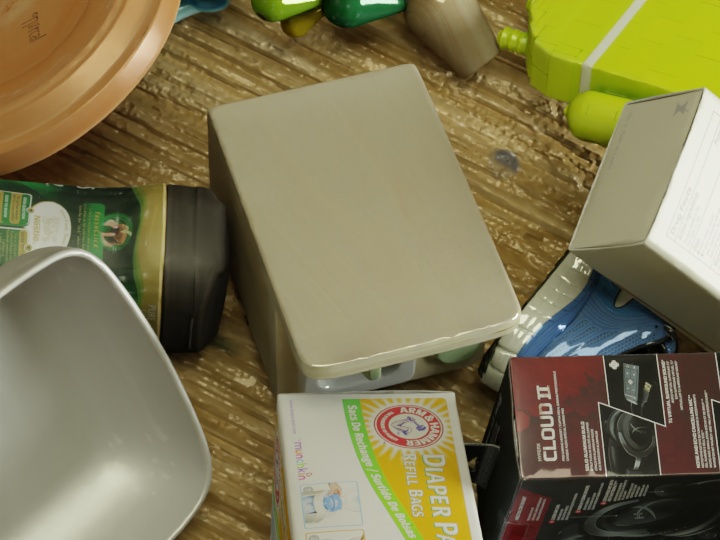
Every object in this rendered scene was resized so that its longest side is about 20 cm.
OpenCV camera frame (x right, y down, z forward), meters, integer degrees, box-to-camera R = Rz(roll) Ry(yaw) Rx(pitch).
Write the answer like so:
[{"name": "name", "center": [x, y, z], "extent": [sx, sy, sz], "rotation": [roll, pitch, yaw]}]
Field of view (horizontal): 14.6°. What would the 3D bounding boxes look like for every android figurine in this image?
[{"name": "android figurine", "center": [0.183, -0.129, 1.706], "extent": [0.199, 0.041, 0.182], "rotation": [16, 38, 19]}]

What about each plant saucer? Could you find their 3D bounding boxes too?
[{"name": "plant saucer", "center": [-0.197, -0.141, 1.653], "extent": [0.199, 0.032, 0.201], "rotation": [-20, 45, 21]}]

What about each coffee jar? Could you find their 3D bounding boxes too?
[{"name": "coffee jar", "center": [-0.174, -0.004, 1.610], "extent": [0.198, 0.104, 0.086], "rotation": [3, 62, -5]}]

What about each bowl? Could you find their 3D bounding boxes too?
[{"name": "bowl", "center": [-0.194, 0.100, 1.531], "extent": [0.199, 0.201, 0.074], "rotation": [-40, 34, -22]}]

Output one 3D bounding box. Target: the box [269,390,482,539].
[{"name": "box", "center": [0.009, 0.167, 1.500], "extent": [0.100, 0.113, 0.201], "rotation": [0, 36, -6]}]

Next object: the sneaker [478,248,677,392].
[{"name": "sneaker", "center": [0.158, 0.014, 1.660], "extent": [0.089, 0.079, 0.200], "rotation": [40, 73, 2]}]

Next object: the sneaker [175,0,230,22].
[{"name": "sneaker", "center": [-0.097, -0.201, 1.736], "extent": [0.082, 0.074, 0.200], "rotation": [39, 78, 12]}]

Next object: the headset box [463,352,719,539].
[{"name": "headset box", "center": [0.152, 0.109, 1.563], "extent": [0.198, 0.149, 0.078], "rotation": [-1, 63, -5]}]

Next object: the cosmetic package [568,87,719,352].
[{"name": "cosmetic package", "center": [0.225, -0.007, 1.609], "extent": [0.200, 0.073, 0.104], "rotation": [35, 68, -27]}]

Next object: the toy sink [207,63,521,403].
[{"name": "toy sink", "center": [0.000, 0.000, 1.607], "extent": [0.129, 0.112, 0.201], "rotation": [-14, 53, -12]}]

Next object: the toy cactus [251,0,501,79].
[{"name": "toy cactus", "center": [0.021, -0.189, 1.738], "extent": [0.200, 0.102, 0.165], "rotation": [-39, 94, -32]}]
